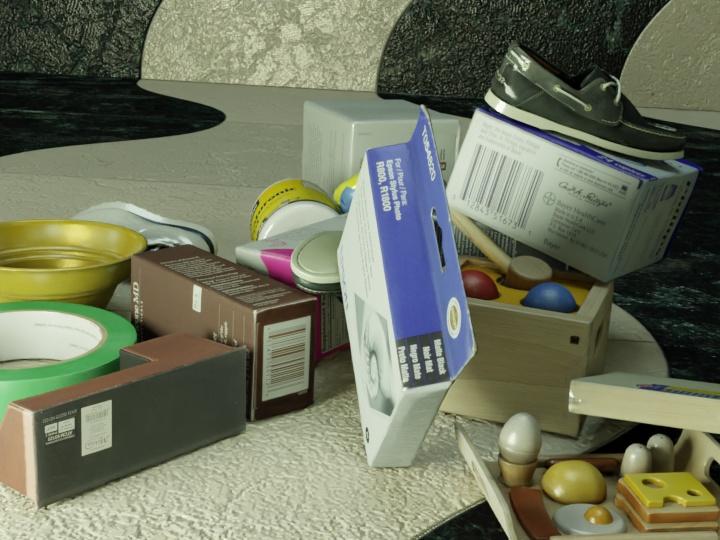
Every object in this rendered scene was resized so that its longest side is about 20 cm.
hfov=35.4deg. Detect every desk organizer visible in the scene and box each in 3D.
[{"bbox_3d":[-0.184,0.106,0.859,0.076,0.073,0.199,13,18,39],"label":"desk organizer"}]

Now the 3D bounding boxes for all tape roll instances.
[{"bbox_3d":[-0.292,0.079,0.970,0.197,0.049,0.201,3,16,-1],"label":"tape roll"}]

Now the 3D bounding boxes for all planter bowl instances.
[{"bbox_3d":[-0.314,0.011,1.138,0.197,0.085,0.201,2,15,-1],"label":"planter bowl"}]

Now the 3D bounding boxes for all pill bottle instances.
[{"bbox_3d":[-0.075,-0.046,1.334,0.110,0.113,0.200,0,15,-10],"label":"pill bottle"}]

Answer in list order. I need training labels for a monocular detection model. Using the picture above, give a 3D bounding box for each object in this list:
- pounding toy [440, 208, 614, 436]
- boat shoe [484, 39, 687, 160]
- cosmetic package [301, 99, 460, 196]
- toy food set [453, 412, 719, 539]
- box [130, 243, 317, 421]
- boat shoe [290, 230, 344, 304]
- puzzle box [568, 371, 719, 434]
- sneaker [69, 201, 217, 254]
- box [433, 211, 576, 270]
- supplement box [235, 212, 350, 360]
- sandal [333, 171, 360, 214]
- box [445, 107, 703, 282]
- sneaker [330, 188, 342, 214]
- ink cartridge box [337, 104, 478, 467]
[{"bbox_3d":[0.132,0.034,1.034,0.182,0.144,0.200,9,17,18],"label":"pounding toy"},{"bbox_3d":[0.218,-0.153,1.047,0.197,0.068,0.072,19,19,-8],"label":"boat shoe"},{"bbox_3d":[0.023,-0.145,1.593,0.164,0.170,0.200,-4,18,-22],"label":"cosmetic package"},{"bbox_3d":[0.177,0.144,0.809,0.197,0.061,0.144,0,16,-10],"label":"toy food set"},{"bbox_3d":[-0.127,0.050,1.009,0.074,0.102,0.199,-10,20,-39],"label":"box"},{"bbox_3d":[-0.002,-0.001,1.031,0.074,0.067,0.199,26,27,18],"label":"boat shoe"},{"bbox_3d":[0.253,0.105,0.913,0.131,0.026,0.199,6,0,24],"label":"puzzle box"},{"bbox_3d":[-0.269,-0.028,1.316,0.197,0.077,0.081,6,25,16],"label":"sneaker"},{"bbox_3d":[0.151,-0.014,1.261,0.197,0.109,0.148,9,14,22],"label":"box"},{"bbox_3d":[-0.024,0.009,1.149,0.100,0.105,0.199,12,19,36],"label":"supplement box"},{"bbox_3d":[0.030,-0.052,1.313,0.079,0.088,0.200,-31,-28,4],"label":"sandal"},{"bbox_3d":[0.212,-0.083,1.111,0.183,0.106,0.199,28,20,25],"label":"box"},{"bbox_3d":[0.050,-0.067,1.448,0.198,0.076,0.099,11,15,-35],"label":"sneaker"},{"bbox_3d":[0.025,0.017,0.829,0.040,0.201,0.202,-2,59,-13],"label":"ink cartridge box"}]
